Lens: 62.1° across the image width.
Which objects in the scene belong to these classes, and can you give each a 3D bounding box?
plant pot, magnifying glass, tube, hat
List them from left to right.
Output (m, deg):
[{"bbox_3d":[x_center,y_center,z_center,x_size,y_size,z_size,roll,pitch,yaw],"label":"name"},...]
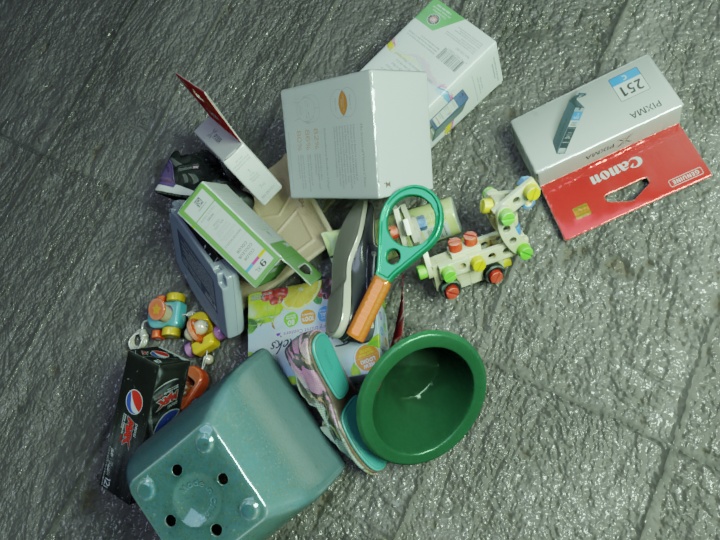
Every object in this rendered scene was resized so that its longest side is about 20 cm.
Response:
[{"bbox_3d":[-0.157,0.236,0.706,0.195,0.200,0.198,-37,84,3],"label":"plant pot"},{"bbox_3d":[0.044,-0.049,0.854,0.195,0.052,0.059,-19,62,14],"label":"tube"},{"bbox_3d":[0.038,-0.009,0.734,0.078,0.022,0.204,26,88,20],"label":"magnifying glass"},{"bbox_3d":[0.061,0.119,0.788,0.201,0.165,0.176,-49,24,3],"label":"hat"}]

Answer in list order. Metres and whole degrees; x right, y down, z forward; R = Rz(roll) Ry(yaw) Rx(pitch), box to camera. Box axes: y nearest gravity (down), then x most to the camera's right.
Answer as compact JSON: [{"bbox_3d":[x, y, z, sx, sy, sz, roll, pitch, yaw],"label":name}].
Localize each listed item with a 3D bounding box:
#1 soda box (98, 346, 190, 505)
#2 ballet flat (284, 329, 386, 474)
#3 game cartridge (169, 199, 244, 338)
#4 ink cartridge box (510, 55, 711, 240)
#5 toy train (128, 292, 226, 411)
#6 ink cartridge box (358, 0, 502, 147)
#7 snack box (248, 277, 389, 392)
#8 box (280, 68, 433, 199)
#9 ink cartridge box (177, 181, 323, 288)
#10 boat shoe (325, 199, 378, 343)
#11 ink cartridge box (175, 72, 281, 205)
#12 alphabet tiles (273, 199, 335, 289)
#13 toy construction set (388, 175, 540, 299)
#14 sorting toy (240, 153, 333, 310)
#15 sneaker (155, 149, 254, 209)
[{"bbox_3d":[-0.306,0.217,0.851,0.069,0.063,0.206,17,96,27],"label":"soda box"},{"bbox_3d":[-0.035,0.171,0.766,0.070,0.069,0.203,-22,101,37],"label":"ballet flat"},{"bbox_3d":[-0.231,0.000,0.900,0.041,0.135,0.200,-24,49,-25],"label":"game cartridge"},{"bbox_3d":[0.322,-0.162,0.782,0.196,0.045,0.180,-24,62,12],"label":"ink cartridge box"},{"bbox_3d":[-0.291,0.119,0.921,0.198,0.056,0.152,35,85,28],"label":"toy train"},{"bbox_3d":[0.093,-0.282,0.904,0.199,0.088,0.146,-42,61,0],"label":"ink cartridge box"},{"bbox_3d":[-0.061,0.091,0.840,0.195,0.053,0.146,-12,68,16],"label":"snack box"},{"bbox_3d":[-0.008,-0.181,0.823,0.197,0.105,0.157,9,107,48],"label":"box"},{"bbox_3d":[-0.149,-0.033,0.832,0.199,0.104,0.060,43,97,0],"label":"ink cartridge box"},{"bbox_3d":[0.000,0.000,0.805,0.072,0.061,0.205,-32,44,56],"label":"boat shoe"},{"bbox_3d":[-0.215,-0.202,0.908,0.045,0.177,0.200,-43,36,-4],"label":"ink cartridge box"},{"bbox_3d":[-0.137,-0.068,0.959,0.200,0.006,0.166,-46,61,0],"label":"alphabet tiles"},{"bbox_3d":[0.134,-0.042,0.766,0.194,0.133,0.093,-9,37,11],"label":"toy construction set"},{"bbox_3d":[-0.149,-0.059,0.940,0.198,0.036,0.187,-37,61,10],"label":"sorting toy"},{"bbox_3d":[-0.244,-0.148,0.946,0.196,0.075,0.090,15,86,29],"label":"sneaker"}]
